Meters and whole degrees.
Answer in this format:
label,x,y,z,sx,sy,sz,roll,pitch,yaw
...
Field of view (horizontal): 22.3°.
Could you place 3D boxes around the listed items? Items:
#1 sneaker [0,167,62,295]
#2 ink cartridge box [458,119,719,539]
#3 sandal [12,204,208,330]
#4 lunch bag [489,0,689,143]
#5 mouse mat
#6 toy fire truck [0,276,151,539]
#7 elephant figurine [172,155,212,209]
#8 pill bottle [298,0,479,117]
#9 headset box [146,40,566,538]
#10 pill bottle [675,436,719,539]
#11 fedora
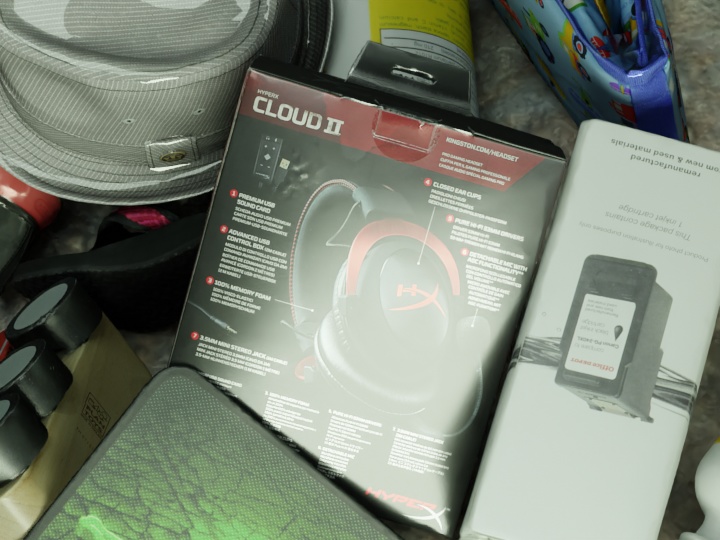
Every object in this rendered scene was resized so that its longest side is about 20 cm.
label,x,y,z,sx,sy,sz,roll,pitch,yaw
sneaker,-0.269,-0.028,1.020,0.198,0.071,0.099,9,67,17
ink cartridge box,0.110,0.056,0.840,0.083,0.145,0.202,15,71,9
sandal,-0.099,-0.010,0.943,0.199,0.075,0.045,-14,58,37
lunch bag,0.118,-0.125,0.918,0.093,0.151,0.201,-20,63,5
mouse mat,-0.055,0.160,0.794,0.199,0.008,0.161,38,86,-2
toy fire truck,-0.192,0.128,0.904,0.199,0.129,0.176,-30,21,19
elephant figurine,-0.151,-0.114,1.012,0.198,0.155,0.143,-4,104,24
pill bottle,0.010,-0.085,0.955,0.103,0.104,0.202,-8,65,11
headset box,0.000,0.000,0.829,0.147,0.075,0.202,15,101,-3
pill bottle,0.221,0.090,0.818,0.111,0.111,0.200,38,80,26
fedora,-0.112,-0.125,0.879,0.198,0.090,0.179,1,84,1
